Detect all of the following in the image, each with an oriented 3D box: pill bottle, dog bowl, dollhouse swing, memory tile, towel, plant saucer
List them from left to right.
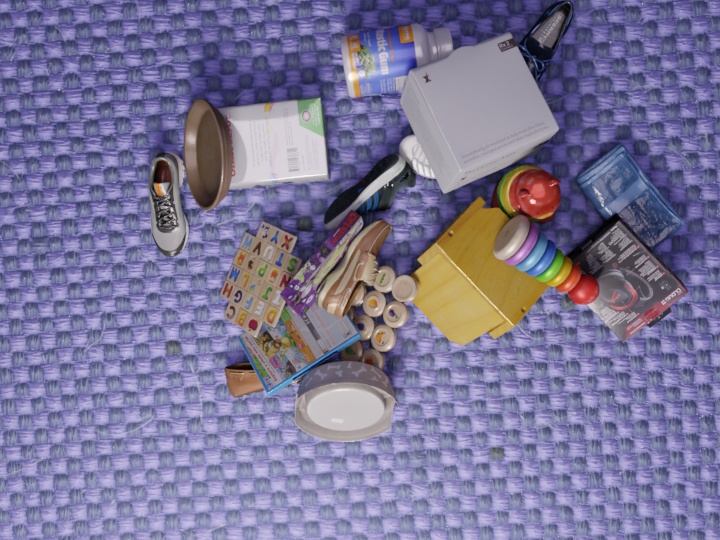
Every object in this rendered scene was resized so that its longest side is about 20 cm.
[{"bbox_3d":[-0.279,-0.211,1.297,0.029,0.200,0.202,-8,92,-32],"label":"plant saucer"},{"bbox_3d":[-0.027,0.240,1.302,0.198,0.201,0.059,0,47,0],"label":"dog bowl"},{"bbox_3d":[0.015,0.084,1.329,0.153,0.017,0.201,26,93,33],"label":"memory tile"},{"bbox_3d":[0.068,-0.389,1.300,0.198,0.112,0.113,-9,92,3],"label":"pill bottle"},{"bbox_3d":[0.209,0.012,1.311,0.200,0.176,0.182,45,71,0],"label":"dollhouse swing"},{"bbox_3d":[0.502,-0.128,1.324,0.111,0.049,0.200,-38,91,4],"label":"towel"}]

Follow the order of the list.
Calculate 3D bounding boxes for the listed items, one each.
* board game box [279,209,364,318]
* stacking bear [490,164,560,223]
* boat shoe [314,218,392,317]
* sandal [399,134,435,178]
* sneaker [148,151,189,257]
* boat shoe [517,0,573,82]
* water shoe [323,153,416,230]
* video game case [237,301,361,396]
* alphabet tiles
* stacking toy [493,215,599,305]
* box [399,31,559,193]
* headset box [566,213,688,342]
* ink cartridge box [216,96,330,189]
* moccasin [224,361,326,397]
[{"bbox_3d":[-0.064,-0.010,1.295,0.032,0.120,0.200,37,80,11],"label":"board game box"},{"bbox_3d":[0.301,-0.132,1.256,0.120,0.200,0.115,-15,92,3],"label":"stacking bear"},{"bbox_3d":[0.000,0.000,1.309,0.074,0.076,0.201,37,90,17],"label":"boat shoe"},{"bbox_3d":[0.171,-0.214,1.337,0.201,0.050,0.083,7,109,-3],"label":"sandal"},{"bbox_3d":[-0.372,-0.126,1.344,0.073,0.079,0.202,-3,93,1],"label":"sneaker"},{"bbox_3d":[0.322,-0.414,1.310,0.084,0.069,0.201,26,95,1],"label":"boat shoe"},{"bbox_3d":[0.019,-0.129,1.330,0.200,0.072,0.079,-39,121,19],"label":"water shoe"},{"bbox_3d":[-0.116,0.124,1.321,0.199,0.018,0.143,-32,55,-6],"label":"video game case"},{"bbox_3d":[-0.190,0.014,1.329,0.166,0.006,0.201,25,94,37],"label":"alphabet tiles"},{"bbox_3d":[0.329,-0.010,1.218,0.199,0.085,0.086,32,93,-11],"label":"stacking toy"},{"bbox_3d":[0.203,-0.274,1.245,0.198,0.131,0.201,-23,82,-9],"label":"box"},{"bbox_3d":[0.482,0.021,1.298,0.200,0.075,0.149,45,112,0],"label":"headset box"},{"bbox_3d":[-0.162,-0.235,1.328,0.198,0.088,0.147,-6,91,1],"label":"ink cartridge box"},{"bbox_3d":[-0.162,0.182,1.355,0.200,0.074,0.078,-14,100,12],"label":"moccasin"}]
